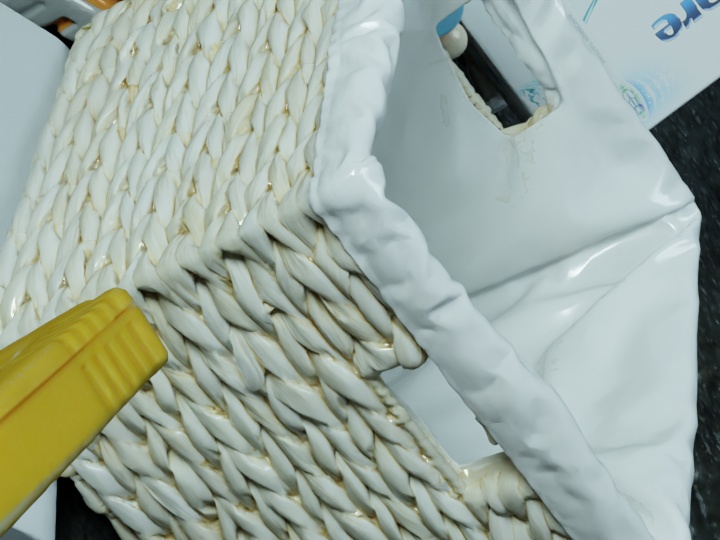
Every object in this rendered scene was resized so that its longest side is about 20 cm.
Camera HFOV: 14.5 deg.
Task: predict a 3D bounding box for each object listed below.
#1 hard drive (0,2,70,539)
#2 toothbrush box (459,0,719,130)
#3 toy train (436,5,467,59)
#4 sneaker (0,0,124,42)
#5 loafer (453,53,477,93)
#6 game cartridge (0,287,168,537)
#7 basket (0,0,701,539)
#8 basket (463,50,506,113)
[{"bbox_3d":[-0.148,-0.017,0.896,0.132,0.025,0.200,31,43,-38],"label":"hard drive"},{"bbox_3d":[0.080,-0.156,1.096,0.200,0.146,0.085,54,1,-5],"label":"toothbrush box"},{"bbox_3d":[-0.040,-0.147,1.075,0.150,0.056,0.200,56,-6,-33],"label":"toy train"},{"bbox_3d":[-0.064,-0.099,1.032,0.200,0.078,0.077,45,30,-23],"label":"sneaker"},{"bbox_3d":[0.034,-0.028,1.114,0.070,0.068,0.201,8,55,-44],"label":"loafer"},{"bbox_3d":[-0.151,0.083,0.675,0.032,0.176,0.200,55,32,-9],"label":"game cartridge"},{"bbox_3d":[0.000,0.000,0.934,0.198,0.161,0.200,51,31,-30],"label":"basket"},{"bbox_3d":[0.056,-0.184,1.216,0.200,0.123,0.136,58,31,-2],"label":"basket"}]
